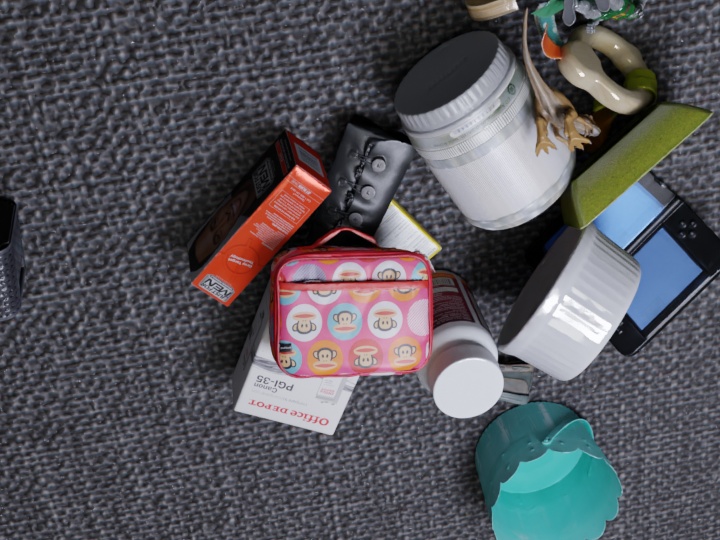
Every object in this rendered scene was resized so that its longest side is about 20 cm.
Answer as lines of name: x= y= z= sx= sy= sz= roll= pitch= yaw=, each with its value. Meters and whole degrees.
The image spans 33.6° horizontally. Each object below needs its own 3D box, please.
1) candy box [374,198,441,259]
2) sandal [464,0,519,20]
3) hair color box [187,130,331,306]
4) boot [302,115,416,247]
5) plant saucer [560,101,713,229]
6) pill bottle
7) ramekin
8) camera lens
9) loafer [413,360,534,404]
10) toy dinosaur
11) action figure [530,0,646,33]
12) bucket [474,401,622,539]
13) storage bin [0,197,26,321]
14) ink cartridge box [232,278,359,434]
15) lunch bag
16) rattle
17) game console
candy box: x=0.000 y=0.000 z=1.564 sx=0.200 sy=0.026 sz=0.102 roll=-41 pitch=119 yaw=14
sandal: x=0.213 y=-0.359 z=1.364 sx=0.210 sy=0.078 sz=0.070 roll=-21 pitch=125 yaw=9
hair color box: x=-0.127 y=-0.064 z=1.457 sx=0.061 sy=0.102 sz=0.200 roll=33 pitch=109 yaw=-27
boot: x=0.026 y=-0.074 z=1.486 sx=0.164 sy=0.066 sz=0.201 roll=18 pitch=104 yaw=-14
plant saucer: x=0.318 y=-0.136 z=1.450 sx=0.199 sy=0.200 sz=0.048 roll=-42 pitch=91 yaw=5
pill bottle: x=0.115 y=0.094 z=1.541 sx=0.108 sy=0.200 sz=0.110 roll=-5 pitch=121 yaw=-8
ramekin: x=0.266 y=0.041 z=1.503 sx=0.097 sy=0.201 sz=0.201 roll=32 pitch=112 yaw=-2
camera lens: x=0.152 y=-0.161 z=1.419 sx=0.159 sy=0.160 sz=0.200 roll=-34 pitch=121 yaw=10
loafer: x=0.156 y=0.135 z=1.663 sx=0.199 sy=0.072 sz=0.063 roll=17 pitch=96 yaw=-28
toy dinosaur: x=0.212 y=-0.187 z=1.341 sx=0.060 sy=0.107 sz=0.200 roll=-21 pitch=145 yaw=23
action figure: x=0.285 y=-0.305 z=1.364 sx=0.117 sy=0.200 sz=0.055 roll=-15 pitch=93 yaw=31
bucket: x=0.267 y=0.301 z=1.734 sx=0.205 sy=0.135 sz=0.209 roll=-5 pitch=122 yaw=-8
storage bin: x=-0.500 y=-0.010 z=1.393 sx=0.198 sy=0.136 sz=0.094 roll=-4 pitch=122 yaw=-9
ink cartridge box: x=-0.068 y=0.100 z=1.547 sx=0.145 sy=0.083 sz=0.201 roll=16 pitch=115 yaw=-15
lunch bag: x=-0.011 y=0.036 z=1.438 sx=0.198 sy=0.082 sz=0.178 roll=-2 pitch=98 yaw=-11
rattle: x=0.248 y=-0.228 z=1.433 sx=0.199 sy=0.131 sz=0.142 roll=3 pitch=163 yaw=-36
game console: x=0.353 y=-0.017 z=1.578 sx=0.200 sy=0.176 sz=0.116 roll=-47 pitch=146 yaw=18
